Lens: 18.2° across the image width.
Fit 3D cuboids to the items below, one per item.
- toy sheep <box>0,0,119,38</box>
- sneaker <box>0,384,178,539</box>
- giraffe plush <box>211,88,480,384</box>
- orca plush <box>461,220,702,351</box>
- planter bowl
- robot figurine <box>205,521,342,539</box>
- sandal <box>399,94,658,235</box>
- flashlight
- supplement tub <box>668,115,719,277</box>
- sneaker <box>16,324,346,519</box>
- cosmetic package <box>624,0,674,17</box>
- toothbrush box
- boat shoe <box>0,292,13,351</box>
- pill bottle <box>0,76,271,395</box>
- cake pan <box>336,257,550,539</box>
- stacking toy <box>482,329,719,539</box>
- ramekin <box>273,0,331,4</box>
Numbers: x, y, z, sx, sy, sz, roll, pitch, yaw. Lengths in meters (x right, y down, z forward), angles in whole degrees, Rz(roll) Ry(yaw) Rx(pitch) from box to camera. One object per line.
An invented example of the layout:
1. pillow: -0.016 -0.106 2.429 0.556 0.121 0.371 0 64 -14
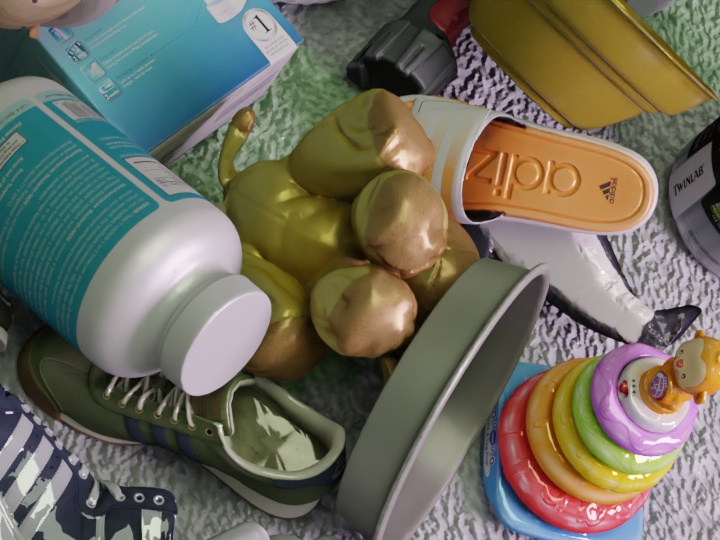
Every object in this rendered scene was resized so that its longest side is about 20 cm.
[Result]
1. toy sheep: -0.172 -0.213 1.277 0.138 0.138 0.200 28 55 -11
2. sneaker: -0.173 0.112 1.259 0.108 0.070 0.200 -19 84 -25
3. giraffe plush: 0.000 0.000 1.341 0.162 0.200 0.173 29 74 -45
4. orca plush: 0.138 -0.027 1.465 0.200 0.105 0.071 34 17 15
5. planter bowl: 0.129 -0.150 1.432 0.200 0.200 0.083 45 101 0
6. robot figurine: -0.067 0.221 1.234 0.200 0.113 0.170 -28 115 -33
7. sandal: 0.082 -0.066 1.406 0.206 0.059 0.079 8 92 15
8. flashlight: 0.078 -0.180 1.510 0.068 0.068 0.200 46 56 -10
9. supplement tub: 0.301 -0.076 1.485 0.122 0.200 0.123 9 64 -20
10. sneaker: -0.095 0.074 1.300 0.200 0.090 0.067 27 62 -11
11. cosmetic package: 0.170 -0.282 1.577 0.074 0.102 0.200 -20 78 -31
12. toothbrush box: -0.159 -0.163 1.381 0.200 0.085 0.146 49 59 2
13. boat shoe: -0.281 -0.020 1.268 0.201 0.072 0.061 27 63 -9
14. pill bottle: -0.143 -0.015 1.261 0.200 0.111 0.111 38 54 26
15. cake pan: 0.046 0.076 1.312 0.037 0.200 0.200 30 57 12
16. stacking toy: 0.162 0.086 1.348 0.109 0.200 0.116 13 64 -19
17. ramekin: -0.038 -0.269 1.473 0.200 0.105 0.201 10 64 -20
